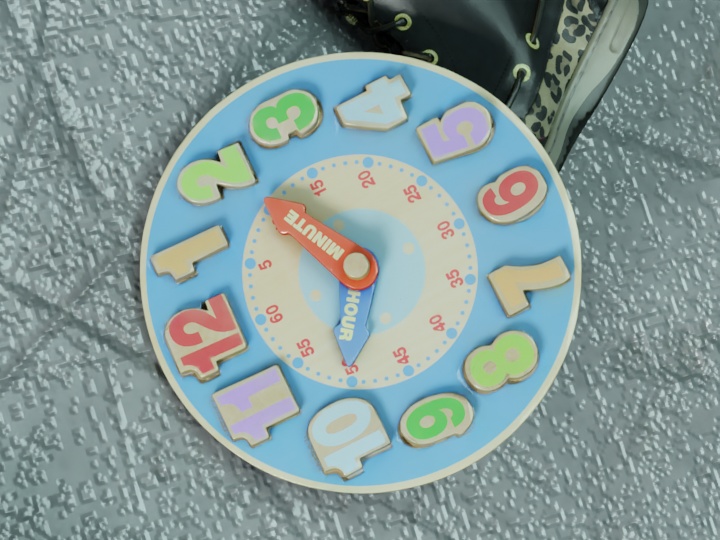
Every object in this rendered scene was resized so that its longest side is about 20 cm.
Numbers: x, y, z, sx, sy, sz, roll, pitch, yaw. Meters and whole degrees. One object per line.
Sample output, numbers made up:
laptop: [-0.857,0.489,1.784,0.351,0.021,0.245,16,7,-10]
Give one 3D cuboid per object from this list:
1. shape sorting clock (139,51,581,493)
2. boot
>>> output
shape sorting clock: [0.000,0.000,1.302,0.200,0.039,0.200,0,85,4]
boot: [0.028,-0.091,1.369,0.154,0.073,0.204,35,70,-6]
